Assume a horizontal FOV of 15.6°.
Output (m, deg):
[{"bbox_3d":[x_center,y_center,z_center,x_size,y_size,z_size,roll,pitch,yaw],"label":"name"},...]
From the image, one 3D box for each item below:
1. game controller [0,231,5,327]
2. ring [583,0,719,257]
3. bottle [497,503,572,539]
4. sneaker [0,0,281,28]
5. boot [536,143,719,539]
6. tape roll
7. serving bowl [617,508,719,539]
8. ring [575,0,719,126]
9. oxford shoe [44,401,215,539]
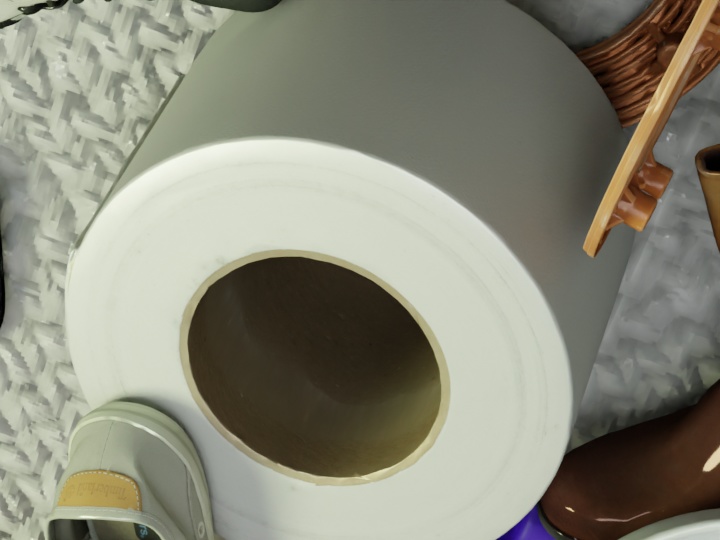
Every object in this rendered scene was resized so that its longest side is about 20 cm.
[{"bbox_3d":[-0.255,-0.010,1.148,0.199,0.042,0.105,4,129,6],"label":"game controller"},{"bbox_3d":[0.132,-0.092,0.936,0.019,0.200,0.201,28,115,5],"label":"ring"},{"bbox_3d":[0.141,0.173,1.160,0.200,0.065,0.084,29,109,-7],"label":"bottle"},{"bbox_3d":[-0.118,-0.133,1.052,0.199,0.076,0.088,21,118,12],"label":"sneaker"},{"bbox_3d":[0.152,0.031,1.050,0.187,0.069,0.200,-6,138,9],"label":"boot"},{"bbox_3d":[0.000,0.000,1.036,0.202,0.139,0.203,9,126,12],"label":"tape roll"},{"bbox_3d":[0.153,0.186,1.094,0.199,0.066,0.201,0,106,-1],"label":"serving bowl"},{"bbox_3d":[0.066,-0.142,1.044,0.200,0.019,0.201,2,115,5],"label":"ring"},{"bbox_3d":[-0.078,0.143,1.045,0.075,0.058,0.201,0,128,21],"label":"oxford shoe"}]
